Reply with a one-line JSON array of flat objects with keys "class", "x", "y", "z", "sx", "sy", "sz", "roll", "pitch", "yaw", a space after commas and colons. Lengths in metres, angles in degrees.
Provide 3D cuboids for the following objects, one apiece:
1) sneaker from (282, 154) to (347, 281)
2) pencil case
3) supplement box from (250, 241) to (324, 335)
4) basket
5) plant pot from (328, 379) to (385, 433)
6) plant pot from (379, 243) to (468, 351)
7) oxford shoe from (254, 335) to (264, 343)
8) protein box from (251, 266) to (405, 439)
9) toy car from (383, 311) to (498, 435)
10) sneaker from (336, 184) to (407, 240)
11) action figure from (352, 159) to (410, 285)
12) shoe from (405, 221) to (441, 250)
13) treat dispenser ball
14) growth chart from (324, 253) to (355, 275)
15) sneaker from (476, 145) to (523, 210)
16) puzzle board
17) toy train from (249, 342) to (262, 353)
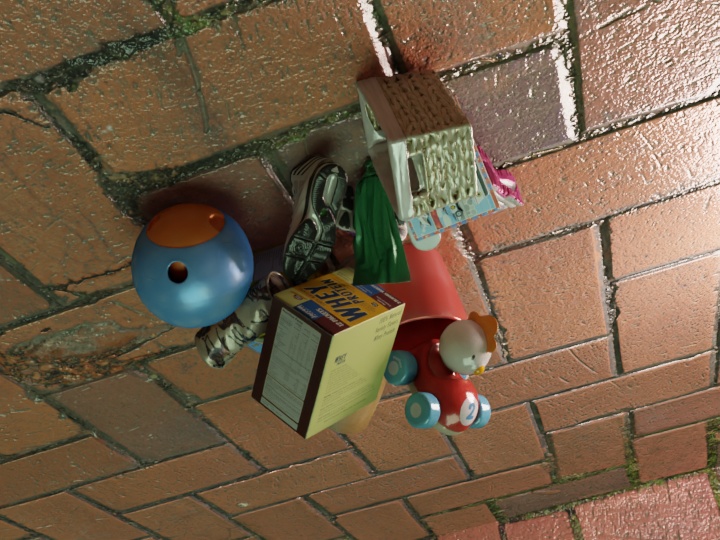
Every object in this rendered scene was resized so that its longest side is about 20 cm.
[{"class": "sneaker", "x": -0.083, "y": -0.091, "z": 1.490, "sx": 0.075, "sy": 0.115, "sz": 0.203, "roll": 14, "pitch": 107, "yaw": -25}, {"class": "pencil case", "x": -0.196, "y": 0.091, "z": 1.583, "sx": 0.199, "sy": 0.078, "sz": 0.090, "roll": -37, "pitch": 105, "yaw": 22}, {"class": "supplement box", "x": -0.171, "y": 0.038, "z": 1.661, "sx": 0.197, "sy": 0.110, "sz": 0.111, "roll": -18, "pitch": 123, "yaw": 12}, {"class": "basket", "x": 0.080, "y": -0.188, "z": 1.318, "sx": 0.121, "sy": 0.201, "sz": 0.137, "roll": -15, "pitch": 128, "yaw": -5}, {"class": "plant pot", "x": -0.015, "y": 0.209, "z": 1.958, "sx": 0.184, "sy": 0.188, "sz": 0.201, "roll": 11, "pitch": 128, "yaw": -29}, {"class": "plant pot", "x": 0.100, "y": 0.062, "z": 1.739, "sx": 0.196, "sy": 0.180, "sz": 0.202, "roll": -8, "pitch": 147, "yaw": -5}, {"class": "oxford shoe", "x": -0.145, "y": 0.121, "z": 1.710, "sx": 0.196, "sy": 0.076, "sz": 0.058, "roll": 7, "pitch": 136, "yaw": 13}, {"class": "protein box", "x": -0.055, "y": 0.132, "z": 1.539, "sx": 0.197, "sy": 0.134, "sz": 0.203, "roll": -20, "pitch": 133, "yaw": -49}, {"class": "toy car", "x": 0.177, "y": 0.166, "z": 1.616, "sx": 0.182, "sy": 0.178, "sz": 0.200, "roll": 9, "pitch": 132, "yaw": -45}, {"class": "sneaker", "x": -0.011, "y": -0.084, "z": 1.586, "sx": 0.198, "sy": 0.082, "sz": 0.083, "roll": 22, "pitch": 152, "yaw": -33}, {"class": "action figure", "x": 0.029, "y": -0.081, "z": 1.507, "sx": 0.116, "sy": 0.204, "sz": 0.054, "roll": -4, "pitch": -176, "yaw": 33}, {"class": "shoe", "x": 0.095, "y": -0.141, "z": 1.533, "sx": 0.070, "sy": 0.091, "sz": 0.203, "roll": -9, "pitch": 118, "yaw": 12}, {"class": "treat dispenser ball", "x": -0.273, "y": -0.008, "z": 1.506, "sx": 0.197, "sy": 0.204, "sz": 0.202, "roll": -7, "pitch": 148, "yaw": -4}, {"class": "growth chart", "x": 0.000, "y": 0.000, "z": 1.665, "sx": 0.198, "sy": 0.146, "sz": 0.018, "roll": -32, "pitch": 118, "yaw": 27}, {"class": "sneaker", "x": 0.192, "y": -0.141, "z": 1.545, "sx": 0.088, "sy": 0.082, "sz": 0.199, "roll": -30, "pitch": 142, "yaw": 26}, {"class": "puzzle board", "x": 0.118, "y": -0.157, "z": 1.459, "sx": 0.148, "sy": 0.017, "sz": 0.202, "roll": -20, "pitch": 112, "yaw": 16}, {"class": "toy train", "x": -0.189, "y": 0.117, "z": 1.836, "sx": 0.113, "sy": 0.088, "sz": 0.200, "roll": -16, "pitch": 148, "yaw": 24}]
